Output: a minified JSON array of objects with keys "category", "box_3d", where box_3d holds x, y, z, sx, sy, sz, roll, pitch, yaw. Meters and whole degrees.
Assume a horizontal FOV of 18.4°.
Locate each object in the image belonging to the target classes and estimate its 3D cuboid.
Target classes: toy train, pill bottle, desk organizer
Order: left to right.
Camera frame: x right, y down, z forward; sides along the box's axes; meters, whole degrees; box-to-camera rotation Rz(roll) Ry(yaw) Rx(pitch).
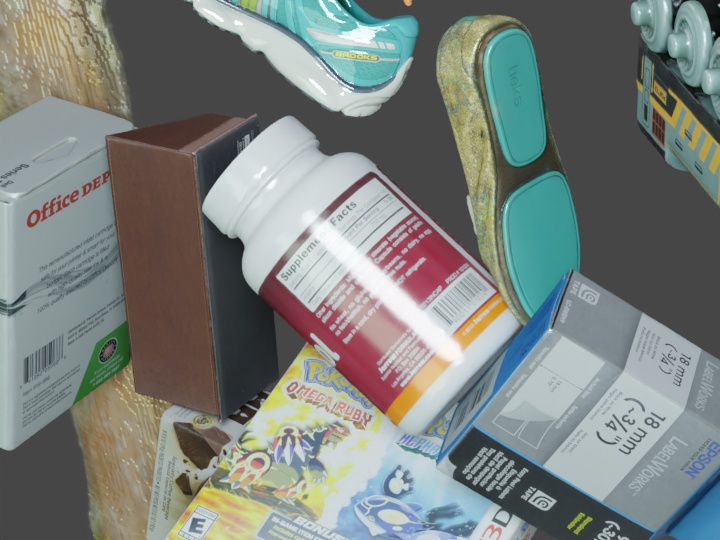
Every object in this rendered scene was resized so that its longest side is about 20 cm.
[{"category":"desk organizer","box_3d":[-0.113,-0.007,1.507,0.077,0.072,0.200,13,121,30]},{"category":"pill bottle","box_3d":[0.000,0.000,1.409,0.200,0.113,0.113,44,130,7]},{"category":"toy train","box_3d":[0.203,-0.092,1.192,0.085,0.200,0.114,-8,118,-11]}]

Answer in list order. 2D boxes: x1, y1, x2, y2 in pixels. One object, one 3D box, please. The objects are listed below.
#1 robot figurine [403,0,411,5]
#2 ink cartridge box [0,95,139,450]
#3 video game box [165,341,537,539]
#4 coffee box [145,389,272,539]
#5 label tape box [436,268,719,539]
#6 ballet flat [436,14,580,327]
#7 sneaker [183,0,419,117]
[{"category":"robot figurine","box_3d":[-0.003,-0.255,1.274,0.144,0.117,0.200,0,114,17]},{"category":"ink cartridge box","box_3d":[-0.227,-0.001,1.536,0.083,0.147,0.200,21,123,24]},{"category":"video game box","box_3d":[0.006,0.155,1.442,0.200,0.182,0.047,23,145,21]},{"category":"coffee box","box_3d":[-0.042,0.168,1.546,0.200,0.080,0.113,24,124,21]},{"category":"label tape box","box_3d":[0.169,0.110,1.351,0.200,0.063,0.144,31,130,-5]},{"category":"ballet flat","box_3d":[0.088,-0.062,1.357,0.071,0.071,0.200,1,115,33]},{"category":"sneaker","box_3d":[-0.050,-0.179,1.387,0.200,0.078,0.080,36,109,6]}]
